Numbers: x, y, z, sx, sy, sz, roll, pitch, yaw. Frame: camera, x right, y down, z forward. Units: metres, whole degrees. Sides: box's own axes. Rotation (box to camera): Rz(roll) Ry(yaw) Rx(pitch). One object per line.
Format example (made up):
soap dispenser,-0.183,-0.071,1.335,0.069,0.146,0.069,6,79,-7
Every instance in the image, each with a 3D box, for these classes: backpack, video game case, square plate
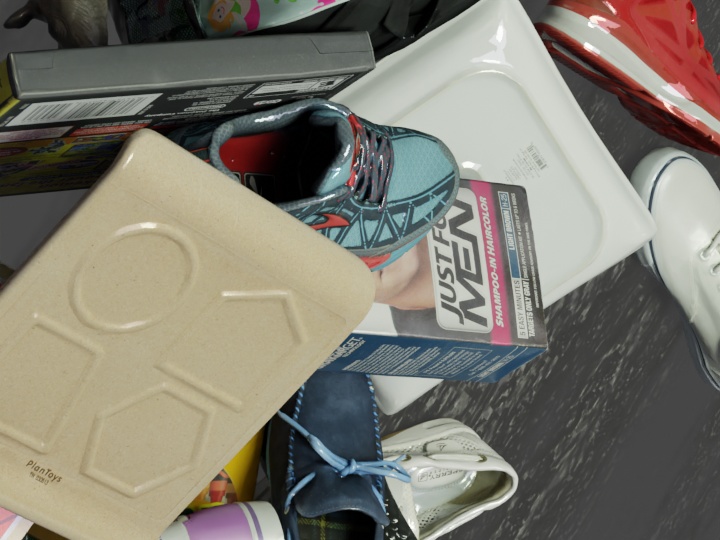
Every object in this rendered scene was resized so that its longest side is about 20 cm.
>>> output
backpack,-0.025,-0.171,1.576,0.177,0.200,0.152,-15,92,-36
video game case,-0.120,-0.077,1.523,0.199,0.181,0.026,-7,78,-31
square plate,0.049,-0.034,1.728,0.198,0.028,0.200,-33,120,3

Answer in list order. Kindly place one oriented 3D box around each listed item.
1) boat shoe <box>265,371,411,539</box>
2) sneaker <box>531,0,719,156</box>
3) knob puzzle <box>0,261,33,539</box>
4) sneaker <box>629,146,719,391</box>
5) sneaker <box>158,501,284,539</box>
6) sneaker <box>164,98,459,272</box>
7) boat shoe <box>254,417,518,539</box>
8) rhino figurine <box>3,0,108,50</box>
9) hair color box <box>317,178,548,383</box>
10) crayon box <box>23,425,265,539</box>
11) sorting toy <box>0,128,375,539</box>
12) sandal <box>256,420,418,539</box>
boat shoe,-0.007,0.137,1.667,0.084,0.069,0.201,1,76,-20
sneaker,0.200,-0.150,1.859,0.200,0.078,0.116,31,83,-43
knob puzzle,-0.223,0.072,1.491,0.218,0.030,0.221,-4,102,-19
sneaker,0.235,0.003,1.937,0.073,0.071,0.200,-46,128,-21
sneaker,-0.114,0.203,1.675,0.114,0.073,0.201,-10,138,-21
sneaker,-0.018,-0.044,1.537,0.199,0.095,0.080,-6,75,-37
boat shoe,0.009,0.141,1.782,0.199,0.069,0.071,-22,120,-33
rhino figurine,-0.143,-0.188,1.541,0.060,0.087,0.201,-5,105,-44
hair color box,0.000,0.000,1.631,0.199,0.060,0.101,5,67,-30
crayon box,-0.114,0.086,1.672,0.126,0.051,0.201,0,103,-41
sorting toy,-0.112,0.039,1.489,0.200,0.037,0.185,-50,133,10
sandal,-0.018,0.126,1.731,0.075,0.048,0.201,-19,82,-20
